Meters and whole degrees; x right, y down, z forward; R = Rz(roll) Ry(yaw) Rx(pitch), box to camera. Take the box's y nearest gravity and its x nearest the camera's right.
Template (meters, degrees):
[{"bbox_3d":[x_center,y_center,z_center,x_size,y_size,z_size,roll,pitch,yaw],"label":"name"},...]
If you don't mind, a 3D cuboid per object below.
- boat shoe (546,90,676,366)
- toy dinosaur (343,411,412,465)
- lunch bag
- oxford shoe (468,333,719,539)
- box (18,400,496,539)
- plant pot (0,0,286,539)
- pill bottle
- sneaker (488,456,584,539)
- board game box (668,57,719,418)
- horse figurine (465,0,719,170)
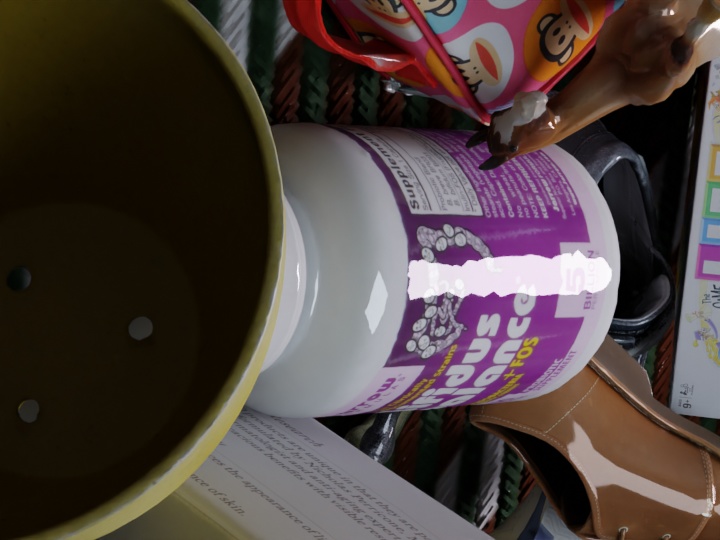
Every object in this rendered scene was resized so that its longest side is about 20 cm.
[{"bbox_3d":[0.106,0.010,1.189,0.072,0.068,0.200,-36,139,-25],"label":"boat shoe"},{"bbox_3d":[-0.010,0.083,1.130,0.200,0.047,0.088,-44,153,-19],"label":"toy dinosaur"},{"bbox_3d":[0.037,-0.149,1.005,0.176,0.082,0.200,-49,141,-12],"label":"lunch bag"},{"bbox_3d":[0.124,0.097,1.166,0.200,0.071,0.071,37,67,-17],"label":"oxford shoe"},{"bbox_3d":[-0.062,0.160,0.998,0.130,0.200,0.200,6,108,-46],"label":"box"},{"bbox_3d":[-0.113,0.008,0.881,0.200,0.200,0.142,-53,165,-9],"label":"plant pot"},{"bbox_3d":[0.000,0.000,1.035,0.200,0.112,0.113,-2,114,-47],"label":"pill bottle"},{"bbox_3d":[0.059,0.150,1.208,0.081,0.115,0.200,52,52,-14],"label":"sneaker"},{"bbox_3d":[0.163,-0.055,1.179,0.135,0.034,0.201,-75,169,-61],"label":"board game box"},{"bbox_3d":[0.136,-0.114,1.020,0.200,0.050,0.133,-45,177,-33],"label":"horse figurine"}]
